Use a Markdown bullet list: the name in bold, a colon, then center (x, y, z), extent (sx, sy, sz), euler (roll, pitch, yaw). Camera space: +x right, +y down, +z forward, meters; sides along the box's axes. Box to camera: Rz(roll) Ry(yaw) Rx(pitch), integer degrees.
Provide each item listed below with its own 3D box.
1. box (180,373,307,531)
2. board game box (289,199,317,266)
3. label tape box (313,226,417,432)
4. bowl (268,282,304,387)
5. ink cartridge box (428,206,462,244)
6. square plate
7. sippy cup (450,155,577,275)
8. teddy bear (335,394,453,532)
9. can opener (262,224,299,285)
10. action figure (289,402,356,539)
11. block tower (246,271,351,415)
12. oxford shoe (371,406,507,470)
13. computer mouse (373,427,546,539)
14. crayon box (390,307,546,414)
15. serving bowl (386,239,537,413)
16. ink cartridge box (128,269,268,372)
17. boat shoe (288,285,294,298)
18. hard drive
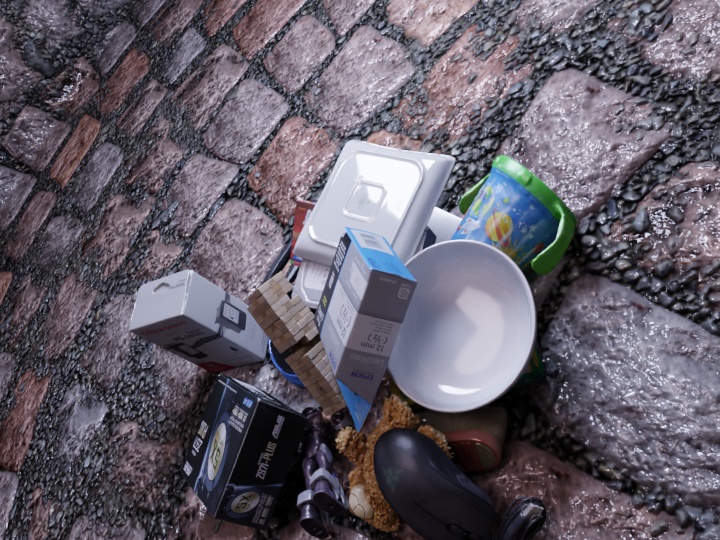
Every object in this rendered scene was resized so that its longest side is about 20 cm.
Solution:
- **box**: center (-0.180, 0.262, 0.973), extent (0.199, 0.085, 0.168), euler (6, 73, 62)
- **board game box**: center (-0.025, -0.041, 1.001), extent (0.196, 0.019, 0.106), euler (14, 101, 33)
- **label tape box**: center (-0.010, 0.069, 0.799), extent (0.144, 0.065, 0.204), euler (-123, 51, -63)
- **bowl**: center (-0.073, 0.089, 1.070), extent (0.197, 0.039, 0.205), euler (-22, 53, 30)
- **ink cartridge box**: center (0.112, -0.005, 0.979), extent (0.198, 0.050, 0.164), euler (29, 84, 31)
- **square plate**: center (0.012, -0.093, 0.916), extent (0.195, 0.028, 0.204), euler (16, 74, 36)
- **sippy cup**: center (0.193, -0.057, 0.862), extent (0.139, 0.178, 0.131), euler (41, 96, 2)
- **teddy bear**: center (0.034, 0.244, 0.797), extent (0.200, 0.145, 0.067), euler (-43, 0, 36)
- **can opener**: center (-0.109, -0.037, 1.153), extent (0.079, 0.062, 0.203), euler (114, 179, -59)
- **action figure**: center (-0.062, 0.267, 0.932), extent (0.130, 0.069, 0.202), euler (-42, 30, 21)
- **block tower**: center (-0.079, 0.103, 0.922), extent (0.058, 0.202, 0.054), euler (-37, 2, -43)
- **oxford shoe**: center (0.102, 0.209, 0.840), extent (0.196, 0.072, 0.074), euler (-6, 35, 39)
- **computer mouse**: center (0.092, 0.256, 0.716), extent (0.198, 0.053, 0.140), euler (36, 116, 10)
- **crayon box**: center (0.130, 0.104, 0.854), extent (0.196, 0.058, 0.122), euler (-21, 62, 27)
- **serving bowl**: center (0.121, 0.069, 0.789), extent (0.195, 0.066, 0.206), euler (-8, 72, 26)
- **ink cartridge box**: center (-0.274, 0.093, 1.124), extent (0.143, 0.199, 0.085), euler (-16, 54, 32)
- **boat shoe**: center (-0.049, 0.050, 0.994), extent (0.197, 0.068, 0.074), euler (7, 68, 42)
- **hard drive**: center (0.000, 0.000, 0.921), extent (0.196, 0.038, 0.143), euler (8, 74, 33)
